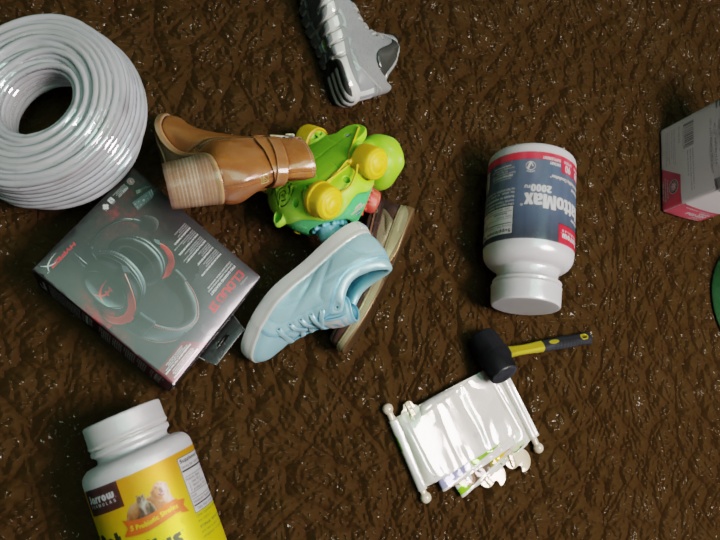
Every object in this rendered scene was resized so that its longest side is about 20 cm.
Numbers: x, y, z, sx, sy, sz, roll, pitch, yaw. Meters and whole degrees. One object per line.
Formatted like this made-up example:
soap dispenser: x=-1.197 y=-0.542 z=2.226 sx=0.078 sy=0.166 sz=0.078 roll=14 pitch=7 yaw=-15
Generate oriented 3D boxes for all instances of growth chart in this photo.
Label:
growth chart: x=0.135 y=0.205 z=0.828 sx=0.197 sy=0.018 sz=0.147 roll=-17 pitch=84 yaw=-24

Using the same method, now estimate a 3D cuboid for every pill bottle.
pill bottle: x=-0.199 y=0.235 z=0.643 sx=0.108 sy=0.109 sz=0.203 roll=-20 pitch=85 yaw=-24
pill bottle: x=0.222 y=-0.051 z=0.869 sx=0.117 sy=0.119 sz=0.204 roll=11 pitch=74 yaw=-18

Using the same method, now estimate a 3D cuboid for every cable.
cable: x=-0.321 y=-0.165 z=0.681 sx=0.196 sy=0.069 sz=0.204 roll=14 pitch=74 yaw=9

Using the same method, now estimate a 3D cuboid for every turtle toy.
turtle toy: x=-0.027 y=-0.107 z=0.788 sx=0.199 sy=0.145 sz=0.102 roll=-41 pitch=134 yaw=-23

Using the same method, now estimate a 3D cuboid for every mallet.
mallet: x=0.238 y=0.109 z=0.872 sx=0.196 sy=0.041 sz=0.067 roll=1 pitch=47 yaw=-24

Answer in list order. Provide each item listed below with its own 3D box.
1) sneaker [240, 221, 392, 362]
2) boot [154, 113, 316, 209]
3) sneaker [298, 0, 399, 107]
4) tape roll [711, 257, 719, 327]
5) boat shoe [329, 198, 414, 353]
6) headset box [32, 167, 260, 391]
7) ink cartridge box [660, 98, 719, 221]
sneaker: x=-0.047 y=0.040 z=0.730 sx=0.200 sy=0.074 sz=0.082 roll=-47 pitch=63 yaw=3
boot: x=-0.139 y=-0.126 z=0.719 sx=0.152 sy=0.201 sz=0.075 roll=-13 pitch=126 yaw=-15
sneaker: x=-0.009 y=-0.322 z=0.879 sx=0.114 sy=0.075 sz=0.204 roll=-17 pitch=94 yaw=-28
tape roll: x=0.648 y=0.050 z=1.047 sx=0.196 sy=0.048 sz=0.205 roll=5 pitch=76 yaw=-19
boat shoe: x=0.000 y=0.000 z=0.806 sx=0.071 sy=0.072 sz=0.203 roll=22 pitch=74 yaw=8
headset box: x=-0.216 y=0.018 z=0.707 sx=0.199 sy=0.075 sz=0.149 roll=41 pitch=66 yaw=-7
ink cartridge box: x=0.553 y=-0.176 z=0.981 sx=0.083 sy=0.200 sz=0.149 roll=11 pitch=73 yaw=-18
